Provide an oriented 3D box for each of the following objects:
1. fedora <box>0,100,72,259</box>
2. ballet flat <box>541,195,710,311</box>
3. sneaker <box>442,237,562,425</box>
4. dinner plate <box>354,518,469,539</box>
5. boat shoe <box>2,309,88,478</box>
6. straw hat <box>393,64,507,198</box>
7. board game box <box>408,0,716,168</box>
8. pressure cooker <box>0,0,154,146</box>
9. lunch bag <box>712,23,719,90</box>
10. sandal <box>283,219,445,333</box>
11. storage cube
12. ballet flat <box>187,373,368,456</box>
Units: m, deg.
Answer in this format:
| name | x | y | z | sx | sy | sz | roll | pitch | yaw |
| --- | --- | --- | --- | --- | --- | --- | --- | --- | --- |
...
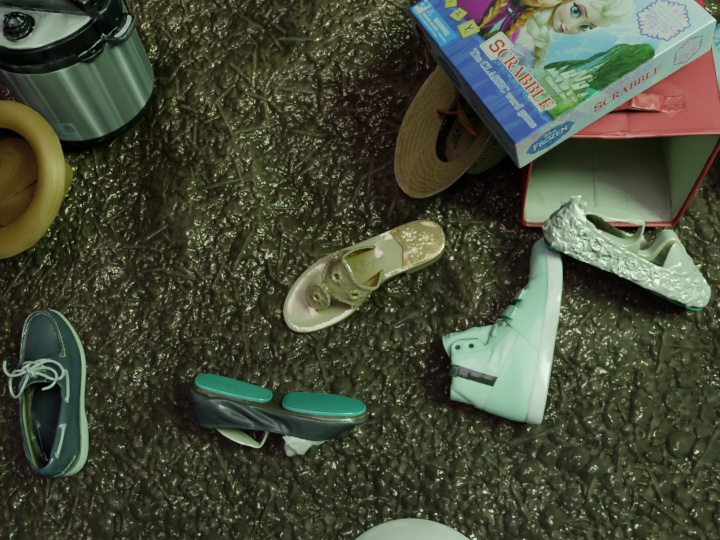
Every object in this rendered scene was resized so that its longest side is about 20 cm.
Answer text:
| name | x | y | z | sx | sy | sz | roll | pitch | yaw |
| --- | --- | --- | --- | --- | --- | --- | --- | --- | --- |
| fedora | -0.425 | -0.108 | 0.857 | 0.198 | 0.082 | 0.204 | 1 | 92 | 19 |
| ballet flat | 0.284 | -0.020 | 0.711 | 0.198 | 0.072 | 0.073 | 21 | 77 | -7 |
| sneaker | 0.149 | 0.052 | 0.740 | 0.117 | 0.074 | 0.203 | 9 | 74 | 14 |
| dinner plate | 0.053 | 0.355 | 0.692 | 0.197 | 0.024 | 0.203 | -2 | 74 | 7 |
| boat shoe | -0.363 | 0.136 | 0.797 | 0.074 | 0.062 | 0.203 | -13 | 72 | 6 |
| straw hat | 0.131 | -0.161 | 0.795 | 0.084 | 0.200 | 0.204 | 22 | 73 | -30 |
| board game box | 0.176 | -0.225 | 0.643 | 0.198 | 0.041 | 0.201 | -32 | 61 | 2 |
| pressure cooker | -0.353 | -0.272 | 0.831 | 0.174 | 0.201 | 0.179 | -29 | 62 | -10 |
| lunch bag | 0.466 | -0.192 | 0.739 | 0.159 | 0.082 | 0.202 | -26 | 68 | 24 |
| sandal | -0.003 | -0.005 | 0.780 | 0.210 | 0.070 | 0.078 | -27 | 71 | 0 |
| storage cube | 0.255 | -0.164 | 0.727 | 0.168 | 0.200 | 0.182 | 0 | 67 | 9 |
| ballet flat | -0.091 | 0.161 | 0.753 | 0.197 | 0.073 | 0.074 | 9 | 75 | 4 |
